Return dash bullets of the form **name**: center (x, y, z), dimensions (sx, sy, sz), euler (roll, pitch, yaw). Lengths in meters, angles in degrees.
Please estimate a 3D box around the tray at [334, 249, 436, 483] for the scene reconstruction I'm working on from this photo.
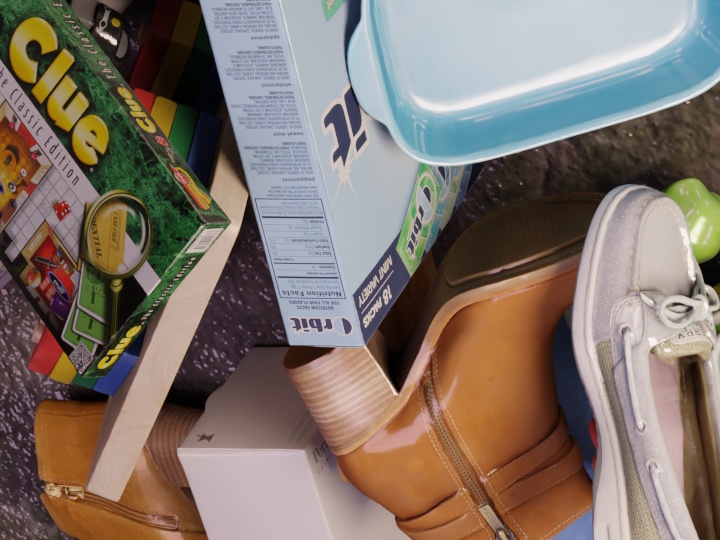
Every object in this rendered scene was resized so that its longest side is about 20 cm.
- **tray**: center (0.000, 0.000, 1.431), dimensions (0.037, 0.099, 0.201), euler (2, 123, 26)

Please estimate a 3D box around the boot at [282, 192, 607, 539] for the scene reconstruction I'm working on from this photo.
- **boot**: center (0.078, 0.062, 1.366), dimensions (0.199, 0.077, 0.156), euler (-31, 112, 15)

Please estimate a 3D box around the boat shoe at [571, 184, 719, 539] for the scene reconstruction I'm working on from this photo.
- **boat shoe**: center (0.143, 0.060, 1.272), dimensions (0.064, 0.074, 0.204), euler (-8, 79, 40)

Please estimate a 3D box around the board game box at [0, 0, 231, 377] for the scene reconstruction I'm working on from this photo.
- **board game box**: center (-0.148, -0.060, 1.283), dimensions (0.105, 0.023, 0.200), euler (-49, 66, 24)

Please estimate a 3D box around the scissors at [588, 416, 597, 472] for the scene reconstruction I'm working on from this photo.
- **scissors**: center (0.168, 0.144, 1.371), dimensions (0.014, 0.073, 0.200), euler (-34, 121, 13)

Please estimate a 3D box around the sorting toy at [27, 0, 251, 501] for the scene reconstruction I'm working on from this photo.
- **sorting toy**: center (-0.108, -0.026, 1.392), dimensions (0.069, 0.201, 0.199), euler (19, 130, -8)

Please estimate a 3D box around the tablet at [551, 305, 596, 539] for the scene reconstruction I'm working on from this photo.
- **tablet**: center (0.112, 0.130, 1.449), dimensions (0.130, 0.014, 0.201), euler (-45, 61, 42)

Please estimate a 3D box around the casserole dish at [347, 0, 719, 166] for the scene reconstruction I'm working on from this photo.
- **casserole dish**: center (0.087, -0.124, 1.294), dimensions (0.199, 0.039, 0.122), euler (-16, 118, -4)

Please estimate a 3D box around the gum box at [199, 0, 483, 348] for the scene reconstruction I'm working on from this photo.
- **gum box**: center (-0.005, -0.093, 1.324), dimensions (0.044, 0.170, 0.201), euler (2, 122, 25)

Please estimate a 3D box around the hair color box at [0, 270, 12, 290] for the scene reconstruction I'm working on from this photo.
- **hair color box**: center (-0.266, -0.064, 1.510), dimensions (0.201, 0.102, 0.061), euler (54, 149, -15)

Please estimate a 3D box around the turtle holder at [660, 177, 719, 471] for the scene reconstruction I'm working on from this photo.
- **turtle holder**: center (0.211, 0.049, 1.355), dimensions (0.140, 0.186, 0.132), euler (15, 126, -40)

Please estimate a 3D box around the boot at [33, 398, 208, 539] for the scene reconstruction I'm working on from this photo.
- **boot**: center (-0.111, 0.161, 1.625), dimensions (0.143, 0.071, 0.202), euler (1, 119, 33)

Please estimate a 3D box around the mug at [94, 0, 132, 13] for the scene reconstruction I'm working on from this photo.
- **mug**: center (-0.185, -0.178, 1.377), dimensions (0.153, 0.150, 0.187), euler (-34, 110, 30)

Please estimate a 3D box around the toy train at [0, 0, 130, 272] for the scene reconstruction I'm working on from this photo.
- **toy train**: center (-0.154, -0.064, 1.381), dimensions (0.045, 0.034, 0.200), euler (20, 140, -10)

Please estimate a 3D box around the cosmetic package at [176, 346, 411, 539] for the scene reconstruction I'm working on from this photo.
- **cosmetic package**: center (-0.022, 0.152, 1.542), dimensions (0.084, 0.108, 0.201), euler (-1, 123, 26)
